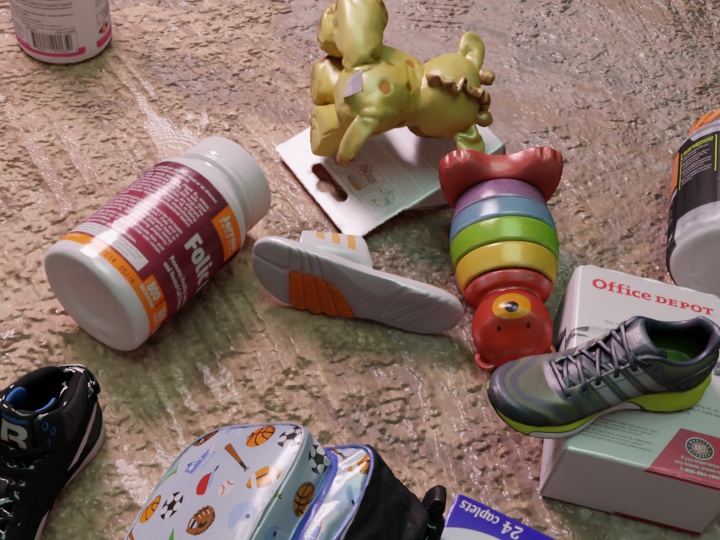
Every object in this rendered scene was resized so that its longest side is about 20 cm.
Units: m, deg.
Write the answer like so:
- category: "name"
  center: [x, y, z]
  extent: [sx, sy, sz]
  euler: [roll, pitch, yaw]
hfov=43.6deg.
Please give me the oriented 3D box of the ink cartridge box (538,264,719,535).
- category: "ink cartridge box"
  center: [0.243, 0.108, 0.792]
  extent: [0.143, 0.085, 0.201]
  euler: [14, 50, 3]

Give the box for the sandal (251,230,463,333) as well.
- category: "sandal"
  center: [-0.002, 0.006, 0.854]
  extent: [0.205, 0.079, 0.060]
  euler: [17, 47, -5]

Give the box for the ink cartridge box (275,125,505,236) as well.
- category: "ink cartridge box"
  center: [0.033, -0.125, 0.990]
  extent: [0.199, 0.057, 0.163]
  euler: [-35, 60, -8]

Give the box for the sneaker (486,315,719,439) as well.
- category: "sneaker"
  center: [0.193, 0.073, 0.705]
  extent: [0.198, 0.081, 0.074]
  euler: [-11, 52, -14]

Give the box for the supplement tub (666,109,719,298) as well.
- category: "supplement tub"
  center: [0.384, -0.071, 0.932]
  extent: [0.121, 0.123, 0.201]
  euler: [16, 50, 6]

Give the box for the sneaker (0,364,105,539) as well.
- category: "sneaker"
  center: [-0.261, 0.151, 0.659]
  extent: [0.072, 0.112, 0.201]
  euler: [17, 49, 8]

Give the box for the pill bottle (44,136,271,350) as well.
- category: "pill bottle"
  center: [-0.178, -0.031, 0.828]
  extent: [0.114, 0.115, 0.200]
  euler: [30, 52, 17]

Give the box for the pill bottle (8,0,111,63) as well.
- category: "pill bottle"
  center: [-0.347, -0.348, 1.016]
  extent: [0.112, 0.201, 0.114]
  euler: [5, 48, -5]

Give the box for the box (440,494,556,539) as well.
- category: "box"
  center: [0.104, 0.289, 0.602]
  extent: [0.183, 0.105, 0.201]
  euler: [23, 51, 12]

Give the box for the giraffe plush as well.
- category: "giraffe plush"
  center: [0.048, -0.183, 0.906]
  extent: [0.161, 0.174, 0.200]
  euler: [3, 20, -18]

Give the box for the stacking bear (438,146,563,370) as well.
- category: "stacking bear"
  center: [0.139, -0.002, 0.857]
  extent: [0.120, 0.114, 0.202]
  euler: [-2, 60, 3]

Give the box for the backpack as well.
- category: "backpack"
  center: [-0.072, 0.196, 0.595]
  extent: [0.154, 0.190, 0.200]
  euler: [50, 50, -17]
